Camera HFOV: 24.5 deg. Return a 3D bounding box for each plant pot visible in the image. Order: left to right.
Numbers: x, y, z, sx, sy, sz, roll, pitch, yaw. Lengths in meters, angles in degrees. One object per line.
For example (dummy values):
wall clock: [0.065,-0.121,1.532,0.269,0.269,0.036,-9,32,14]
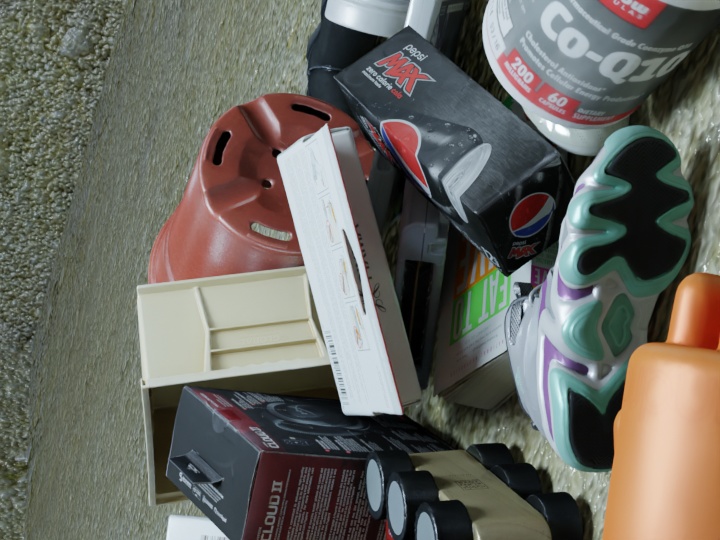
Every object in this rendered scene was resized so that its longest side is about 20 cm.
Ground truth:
plant pot: [-0.071,-0.037,1.384,0.195,0.200,0.201,111,162,-61]

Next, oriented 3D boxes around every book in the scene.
book: [0.103,-0.020,1.145,0.134,0.048,0.200,134,146,-59]

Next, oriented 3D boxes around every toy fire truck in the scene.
toy fire truck: [0.052,0.227,1.068,0.176,0.128,0.201,-149,57,-71]

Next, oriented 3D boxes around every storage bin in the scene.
storage bin: [-0.079,0.093,1.331,0.200,0.198,0.094,97,164,-55]

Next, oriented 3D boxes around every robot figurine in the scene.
robot figurine: [0.169,0.104,0.743,0.144,0.117,0.201,7,87,28]

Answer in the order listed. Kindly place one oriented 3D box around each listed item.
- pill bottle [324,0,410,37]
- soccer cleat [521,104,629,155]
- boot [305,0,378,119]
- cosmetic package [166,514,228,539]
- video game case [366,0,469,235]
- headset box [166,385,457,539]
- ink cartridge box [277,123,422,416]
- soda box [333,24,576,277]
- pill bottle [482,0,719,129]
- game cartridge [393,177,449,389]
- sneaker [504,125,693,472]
pill bottle: [0.029,-0.305,1.411,0.109,0.109,0.200,-126,47,-66]
soccer cleat: [0.133,-0.155,1.063,0.078,0.069,0.200,96,173,-45]
boot: [-0.018,-0.152,1.552,0.165,0.065,0.200,118,159,-65]
cosmetic package: [-0.081,0.243,1.340,0.200,0.101,0.071,42,-127,-71]
video game case: [0.045,-0.130,1.284,0.200,0.023,0.182,-46,-30,-75]
headset box: [-0.037,0.144,1.194,0.149,0.200,0.077,27,108,59]
ink cartridge box: [0.000,0.000,1.147,0.174,0.043,0.201,164,92,-75]
soda box: [0.062,-0.083,1.091,0.200,0.071,0.063,48,170,48]
pill bottle: [0.157,-0.173,0.927,0.200,0.114,0.114,129,146,-59]
game cartridge: [0.045,-0.016,1.222,0.200,0.041,0.133,94,-173,-49]
sneaker: [0.127,0.009,0.987,0.140,0.078,0.201,-151,72,-71]
